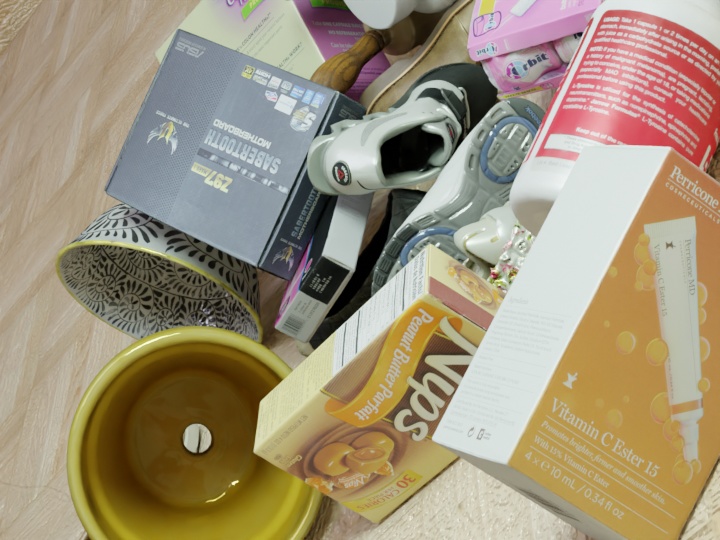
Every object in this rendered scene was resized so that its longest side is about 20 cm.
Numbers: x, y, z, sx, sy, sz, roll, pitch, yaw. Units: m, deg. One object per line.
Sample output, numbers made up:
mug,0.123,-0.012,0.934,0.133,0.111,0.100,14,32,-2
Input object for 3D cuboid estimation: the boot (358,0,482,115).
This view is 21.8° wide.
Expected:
boot,0.092,-0.178,1.609,0.200,0.073,0.076,-45,61,16

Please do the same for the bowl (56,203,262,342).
bowl,-0.170,-0.009,1.717,0.200,0.200,0.095,-23,40,55

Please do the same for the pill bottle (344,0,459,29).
pill bottle,0.073,-0.291,1.608,0.199,0.112,0.111,-36,12,-25

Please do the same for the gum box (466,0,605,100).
gum box,0.158,-0.227,1.453,0.113,0.066,0.201,-14,44,30

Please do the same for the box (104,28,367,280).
box,-0.108,-0.100,1.569,0.199,0.051,0.159,26,91,37

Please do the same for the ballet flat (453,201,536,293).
ballet flat,0.082,0.009,1.356,0.201,0.064,0.076,-56,21,5

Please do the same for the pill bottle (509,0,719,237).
pill bottle,0.185,-0.108,1.225,0.112,0.112,0.201,-4,57,64

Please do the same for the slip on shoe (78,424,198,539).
slip on shoe,-0.215,0.216,1.721,0.201,0.060,0.076,-63,22,-12

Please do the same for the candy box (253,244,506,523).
candy box,0.029,0.083,1.301,0.200,0.115,0.056,-44,26,32

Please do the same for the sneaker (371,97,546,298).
sneaker,0.079,-0.044,1.451,0.201,0.074,0.087,-52,7,5

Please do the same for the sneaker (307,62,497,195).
sneaker,0.057,-0.108,1.500,0.199,0.075,0.088,-33,27,-35

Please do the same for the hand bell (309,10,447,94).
hand bell,0.007,-0.196,1.644,0.104,0.104,0.200,-30,12,49

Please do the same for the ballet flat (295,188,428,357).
ballet flat,0.000,0.000,1.547,0.200,0.056,0.067,-49,26,33

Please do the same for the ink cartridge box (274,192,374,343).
ink cartridge box,-0.020,-0.039,1.557,0.095,0.037,0.201,-56,11,40

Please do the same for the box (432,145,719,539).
box,0.152,0.045,1.077,0.201,0.124,0.097,-62,22,-8

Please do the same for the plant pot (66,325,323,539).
plant pot,-0.131,0.142,1.492,0.202,0.200,0.189,-58,6,-2

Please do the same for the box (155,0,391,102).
box,-0.073,-0.178,1.757,0.176,0.096,0.201,-42,67,35
